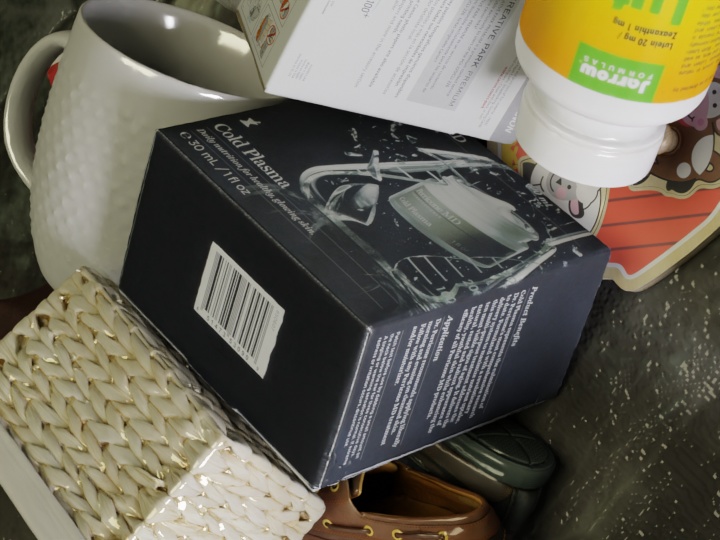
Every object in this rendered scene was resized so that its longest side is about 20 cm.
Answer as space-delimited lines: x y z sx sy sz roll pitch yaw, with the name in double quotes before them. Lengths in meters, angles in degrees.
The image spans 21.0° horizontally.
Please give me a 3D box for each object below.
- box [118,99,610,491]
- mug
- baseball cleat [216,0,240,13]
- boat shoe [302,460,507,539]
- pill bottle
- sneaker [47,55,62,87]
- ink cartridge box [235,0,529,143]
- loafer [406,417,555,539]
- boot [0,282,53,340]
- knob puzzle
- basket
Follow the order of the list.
"box" 0.000 0.000 1.138 0.200 0.196 0.124 42 129 32
"mug" -0.154 -0.077 1.247 0.200 0.148 0.176 34 115 27
"baseball cleat" -0.086 -0.224 1.250 0.106 0.200 0.070 -2 46 40
"boat shoe" 0.003 0.137 1.174 0.200 0.072 0.068 16 131 32
"pill bottle" 0.147 -0.148 1.042 0.111 0.111 0.200 43 135 32
"sneaker" -0.147 -0.097 1.350 0.200 0.078 0.116 6 88 39
"ink cartridge box" 0.052 -0.184 1.113 0.200 0.175 0.084 -58 35 33
"loafer" 0.029 0.095 1.205 0.200 0.072 0.063 34 116 31
"boot" -0.193 0.018 1.312 0.072 0.166 0.200 -31 69 41
"knob puzzle" 0.155 -0.087 1.148 0.219 0.030 0.220 -5 82 37
"basket" -0.131 0.111 1.154 0.123 0.136 0.200 -46 50 2
